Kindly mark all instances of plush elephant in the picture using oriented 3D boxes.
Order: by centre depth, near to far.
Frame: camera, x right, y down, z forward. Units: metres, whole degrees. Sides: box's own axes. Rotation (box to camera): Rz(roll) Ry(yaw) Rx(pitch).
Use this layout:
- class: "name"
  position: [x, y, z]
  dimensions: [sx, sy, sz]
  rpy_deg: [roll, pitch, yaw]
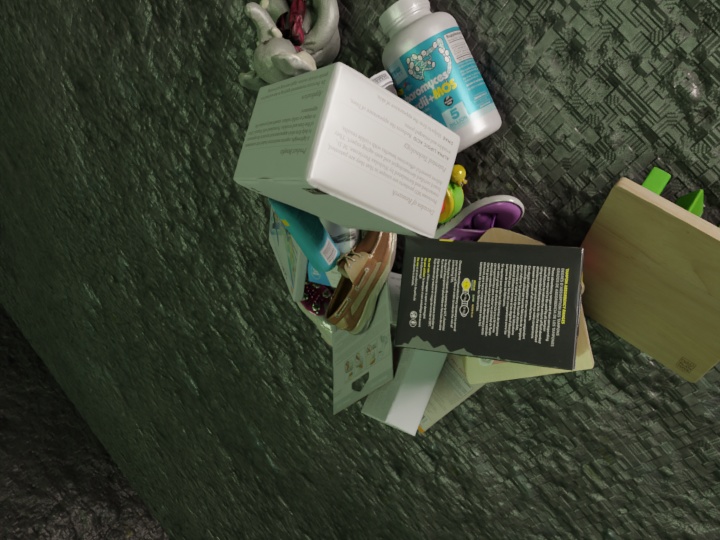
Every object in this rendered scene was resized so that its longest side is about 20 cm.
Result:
- class: "plush elephant"
  position: [-0.112, -0.343, 0.852]
  dimensions: [0.162, 0.154, 0.204]
  rpy_deg: [-6, 109, 41]

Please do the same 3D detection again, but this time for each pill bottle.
- class: "pill bottle"
  position: [0.098, -0.255, 0.753]
  dimensions: [0.110, 0.110, 0.203]
  rpy_deg: [-23, 97, 45]

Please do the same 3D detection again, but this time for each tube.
- class: "tube"
  position: [-0.086, -0.072, 0.851]
  dimensions: [0.049, 0.079, 0.201]
  rpy_deg: [-11, 143, 15]

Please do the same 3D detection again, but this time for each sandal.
- class: "sandal"
  position: [0.160, -0.046, 0.833]
  dimensions: [0.202, 0.081, 0.051]
  rpy_deg: [-31, 50, 50]

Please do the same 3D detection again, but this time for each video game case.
- class: "video game case"
  position: [-0.132, -0.079, 1.038]
  dimensions: [0.184, 0.022, 0.203]
  rpy_deg: [-119, 30, -42]

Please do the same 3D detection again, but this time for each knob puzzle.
- class: "knob puzzle"
  position: [0.207, 0.042, 0.774]
  dimensions: [0.215, 0.030, 0.226]
  rpy_deg: [2, 94, 34]

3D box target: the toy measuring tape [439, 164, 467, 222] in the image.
- class: "toy measuring tape"
  position: [0.100, -0.090, 0.874]
  dimensions: [0.074, 0.073, 0.200]
  rpy_deg: [52, 137, 5]

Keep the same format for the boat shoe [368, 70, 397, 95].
- class: "boat shoe"
  position: [0.016, -0.221, 0.816]
  dimensions: [0.067, 0.069, 0.200]
  rpy_deg: [57, 167, -6]

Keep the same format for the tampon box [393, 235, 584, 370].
- class: "tampon box"
  position: [0.158, 0.036, 0.675]
  dimensions: [0.195, 0.149, 0.130]
  rpy_deg: [5, 87, 21]

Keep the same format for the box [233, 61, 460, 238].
- class: "box"
  position: [-0.021, -0.137, 0.704]
  dimensions: [0.197, 0.197, 0.134]
  rpy_deg: [13, 85, 54]

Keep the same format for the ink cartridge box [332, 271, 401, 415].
- class: "ink cartridge box"
  position: [0.014, 0.124, 0.929]
  dimensions: [0.200, 0.043, 0.177]
  rpy_deg: [-43, 42, 49]

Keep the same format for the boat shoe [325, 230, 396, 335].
- class: "boat shoe"
  position: [0.000, 0.000, 0.889]
  dimensions: [0.075, 0.070, 0.205]
  rpy_deg: [23, 97, 66]

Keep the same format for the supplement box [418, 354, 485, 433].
- class: "supplement box"
  position: [0.156, 0.163, 0.921]
  dimensions: [0.074, 0.125, 0.201]
  rpy_deg: [47, 134, 11]

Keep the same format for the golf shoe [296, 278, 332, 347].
- class: "golf shoe"
  position: [-0.069, 0.098, 1.117]
  dimensions: [0.199, 0.075, 0.092]
  rpy_deg: [41, 136, 17]

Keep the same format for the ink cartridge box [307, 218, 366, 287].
- class: "ink cartridge box"
  position: [-0.036, -0.078, 0.966]
  dimensions: [0.114, 0.066, 0.205]
  rpy_deg: [11, 109, 42]

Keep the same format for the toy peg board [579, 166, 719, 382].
- class: "toy peg board"
  position: [0.374, -0.005, 0.683]
  dimensions: [0.199, 0.098, 0.201]
  rpy_deg: [36, 147, 22]

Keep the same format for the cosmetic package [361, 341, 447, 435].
- class: "cosmetic package"
  position: [0.067, 0.160, 0.861]
  dimensions: [0.051, 0.154, 0.200]
  rpy_deg: [24, 168, -5]
